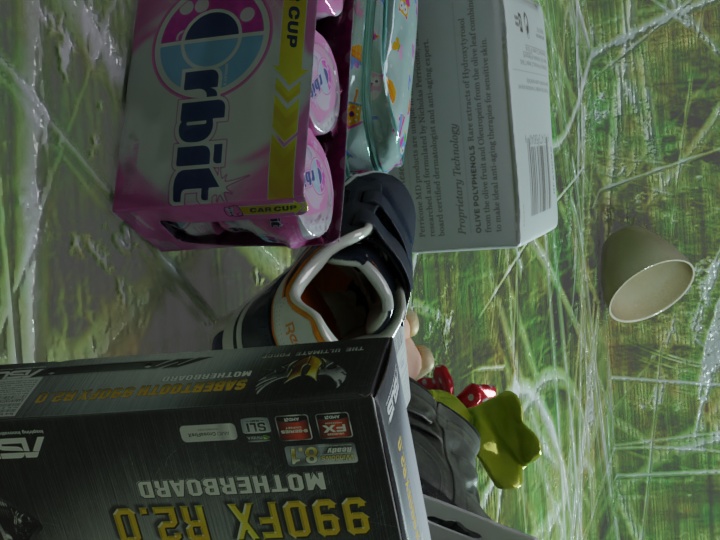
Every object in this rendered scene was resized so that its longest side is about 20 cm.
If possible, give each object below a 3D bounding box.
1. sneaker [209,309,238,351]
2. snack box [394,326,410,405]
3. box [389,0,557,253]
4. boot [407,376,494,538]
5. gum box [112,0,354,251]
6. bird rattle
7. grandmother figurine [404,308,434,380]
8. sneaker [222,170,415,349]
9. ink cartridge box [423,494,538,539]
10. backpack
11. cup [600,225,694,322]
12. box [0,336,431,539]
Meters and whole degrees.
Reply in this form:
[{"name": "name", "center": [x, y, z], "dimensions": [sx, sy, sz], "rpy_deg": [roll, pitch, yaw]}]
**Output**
[{"name": "sneaker", "center": [-0.049, 0.113, 0.814], "dimensions": [0.085, 0.074, 0.202], "rpy_deg": [-81, 159, -44]}, {"name": "snack box", "center": [-0.005, 0.109, 0.809], "dimensions": [0.201, 0.024, 0.073], "rpy_deg": [-60, 150, -55]}, {"name": "box", "center": [0.060, -0.119, 1.042], "dimensions": [0.199, 0.168, 0.204], "rpy_deg": [-20, 105, -72]}, {"name": "boot", "center": [0.077, 0.164, 0.925], "dimensions": [0.200, 0.068, 0.131], "rpy_deg": [42, 33, -16]}, {"name": "gum box", "center": [-0.068, -0.108, 0.728], "dimensions": [0.066, 0.112, 0.203], "rpy_deg": [47, 44, -63]}, {"name": "bird rattle", "center": [0.071, 0.167, 1.160], "dimensions": [0.165, 0.111, 0.200], "rpy_deg": [-68, -168, -8]}, {"name": "grandmother figurine", "center": [0.007, 0.081, 1.035], "dimensions": [0.122, 0.060, 0.200], "rpy_deg": [60, 20, 6]}, {"name": "sneaker", "center": [0.000, 0.000, 0.769], "dimensions": [0.079, 0.079, 0.201], "rpy_deg": [54, 42, -17]}, {"name": "ink cartridge box", "center": [0.029, 0.235, 0.838], "dimensions": [0.201, 0.114, 0.067], "rpy_deg": [113, -3, -45]}, {"name": "backpack", "center": [-0.023, -0.162, 0.865], "dimensions": [0.167, 0.124, 0.204], "rpy_deg": [36, 56, -72]}, {"name": "cup", "center": [0.589, -0.009, 2.712], "dimensions": [0.201, 0.198, 0.145], "rpy_deg": [59, 7, -55]}, {"name": "box", "center": [-0.070, 0.114, 0.544], "dimensions": [0.048, 0.197, 0.161], "rpy_deg": [-66, 149, -61]}]
